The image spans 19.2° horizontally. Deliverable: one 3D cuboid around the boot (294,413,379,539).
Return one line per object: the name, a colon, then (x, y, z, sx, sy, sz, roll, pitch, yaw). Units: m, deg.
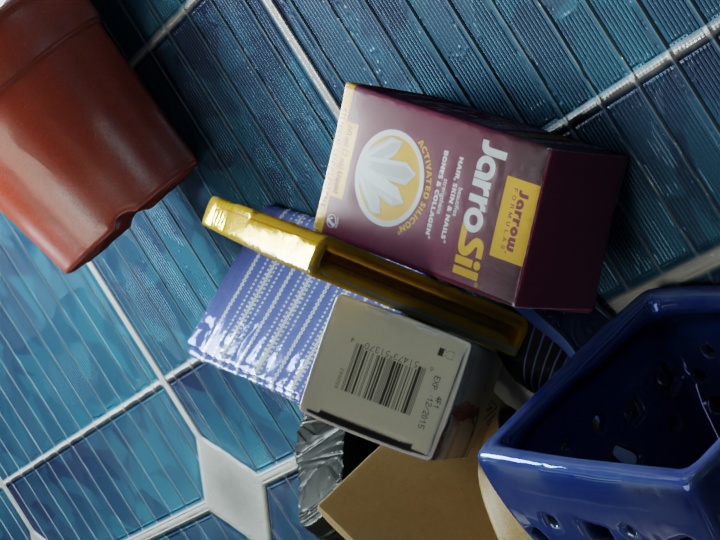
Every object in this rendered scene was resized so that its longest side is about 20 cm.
boot: (0.026, 0.190, 1.746, 0.162, 0.199, 0.073, 39, 118, -23)

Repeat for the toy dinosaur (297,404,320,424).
toy dinosaur: (0.059, 0.095, 1.682, 0.199, 0.105, 0.182, -10, 99, 17)

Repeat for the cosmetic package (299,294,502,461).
cosmetic package: (0.032, 0.078, 1.502, 0.103, 0.088, 0.200, 19, 179, 12)

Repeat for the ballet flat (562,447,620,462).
ballet flat: (0.202, 0.166, 1.523, 0.200, 0.073, 0.073, 29, 138, 37)

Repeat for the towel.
towel: (-0.041, 0.032, 1.690, 0.200, 0.145, 0.024, 21, 168, 43)

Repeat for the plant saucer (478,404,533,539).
plant saucer: (0.133, 0.191, 1.494, 0.201, 0.035, 0.200, 56, -167, -20)

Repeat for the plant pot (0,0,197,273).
plant pot: (-0.253, -0.116, 1.794, 0.195, 0.201, 0.201, 49, 148, -3)

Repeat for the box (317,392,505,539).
box: (0.092, 0.193, 1.588, 0.200, 0.163, 0.021, 44, 160, 12)

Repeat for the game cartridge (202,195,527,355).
game cartridge: (0.000, 0.000, 1.506, 0.200, 0.176, 0.033, 26, 93, 62)

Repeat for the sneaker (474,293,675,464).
sneaker: (0.153, 0.070, 1.513, 0.200, 0.070, 0.078, 54, 151, 18)

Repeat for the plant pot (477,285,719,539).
plant pot: (0.229, 0.136, 1.354, 0.200, 0.200, 0.180, -1, 123, 53)

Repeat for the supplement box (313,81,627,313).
supplement box: (0.072, -0.052, 1.458, 0.200, 0.085, 0.111, 22, 103, 43)
